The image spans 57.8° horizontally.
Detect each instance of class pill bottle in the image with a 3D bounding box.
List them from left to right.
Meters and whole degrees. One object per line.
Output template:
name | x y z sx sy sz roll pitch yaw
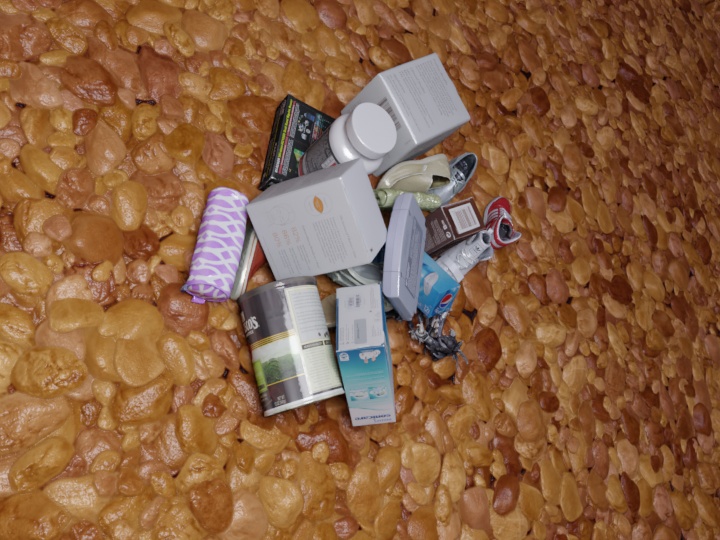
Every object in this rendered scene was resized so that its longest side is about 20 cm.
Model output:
pill bottle | -0.026 -0.213 1.194 0.113 0.199 0.119 12 66 -29

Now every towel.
towel | 0.061 -0.138 1.312 0.145 0.199 0.038 2 91 -27

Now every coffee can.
coffee can | -0.119 0.129 1.113 0.143 0.145 0.206 -9 77 -36

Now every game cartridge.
game cartridge | 0.081 -0.028 1.185 0.134 0.039 0.205 57 39 -60

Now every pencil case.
pencil case | -0.247 -0.042 1.130 0.082 0.085 0.205 20 63 -22

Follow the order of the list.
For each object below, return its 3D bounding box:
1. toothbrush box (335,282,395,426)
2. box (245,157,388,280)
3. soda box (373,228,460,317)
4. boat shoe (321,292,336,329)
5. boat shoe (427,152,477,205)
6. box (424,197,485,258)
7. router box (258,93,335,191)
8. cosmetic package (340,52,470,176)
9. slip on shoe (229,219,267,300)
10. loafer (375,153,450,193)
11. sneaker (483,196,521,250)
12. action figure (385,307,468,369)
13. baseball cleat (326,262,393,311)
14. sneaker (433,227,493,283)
toothbrush box | 0.011 0.148 1.139 0.083 0.203 0.149 -7 42 5
box | -0.073 -0.084 1.133 0.156 0.195 0.107 69 28 -19
soda box | 0.103 0.000 1.294 0.067 0.065 0.200 -13 46 -40
boat shoe | -0.015 0.076 1.255 0.072 0.066 0.198 38 43 25
boat shoe | 0.213 -0.214 1.519 0.070 0.071 0.202 47 53 -10
box | 0.152 -0.072 1.343 0.098 0.199 0.077 -19 81 -37
router box | -0.110 -0.228 1.308 0.147 0.062 0.205 22 61 -27
cosmetic package | 0.099 -0.340 1.430 0.198 0.165 0.170 -30 90 -37
slip on shoe | -0.187 -0.032 1.178 0.060 0.074 0.204 32 53 -23
loafer | 0.123 -0.199 1.429 0.196 0.076 0.069 -24 69 -23
sneaker | 0.337 -0.116 1.543 0.071 0.112 0.202 41 54 -14
action figure | 0.142 0.112 1.324 0.198 0.119 0.104 34 61 -12
baseball cleat | 0.000 0.000 1.254 0.199 0.070 0.106 42 35 9
sneaker | 0.218 -0.023 1.424 0.075 0.114 0.200 48 53 -8
